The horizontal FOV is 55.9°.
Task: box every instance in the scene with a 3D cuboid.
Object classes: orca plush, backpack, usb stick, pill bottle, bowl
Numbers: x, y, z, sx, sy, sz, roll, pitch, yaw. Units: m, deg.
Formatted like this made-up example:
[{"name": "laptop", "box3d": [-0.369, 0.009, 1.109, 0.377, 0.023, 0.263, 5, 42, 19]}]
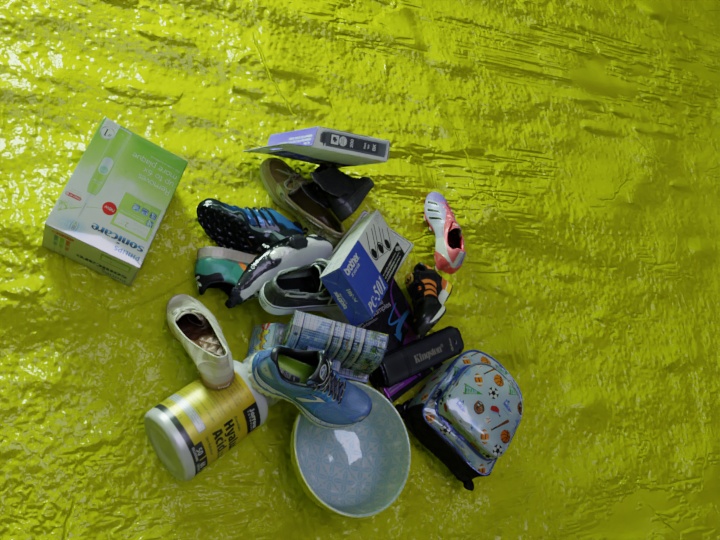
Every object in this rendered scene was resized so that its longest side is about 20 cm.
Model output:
[{"name": "orca plush", "box3d": [-0.139, -0.009, 1.081, 0.199, 0.107, 0.071, -39, 52, -19]}, {"name": "backpack", "box3d": [0.191, 0.238, 1.183, 0.200, 0.153, 0.191, 46, 50, -7]}, {"name": "usb stick", "box3d": [0.106, 0.150, 1.201, 0.196, 0.032, 0.057, -18, 81, -35]}, {"name": "pill bottle", "box3d": [-0.205, 0.202, 0.993, 0.198, 0.111, 0.113, -33, 88, -35]}, {"name": "bowl", "box3d": [-0.029, 0.286, 1.058, 0.195, 0.108, 0.205, 12, 60, -21]}]

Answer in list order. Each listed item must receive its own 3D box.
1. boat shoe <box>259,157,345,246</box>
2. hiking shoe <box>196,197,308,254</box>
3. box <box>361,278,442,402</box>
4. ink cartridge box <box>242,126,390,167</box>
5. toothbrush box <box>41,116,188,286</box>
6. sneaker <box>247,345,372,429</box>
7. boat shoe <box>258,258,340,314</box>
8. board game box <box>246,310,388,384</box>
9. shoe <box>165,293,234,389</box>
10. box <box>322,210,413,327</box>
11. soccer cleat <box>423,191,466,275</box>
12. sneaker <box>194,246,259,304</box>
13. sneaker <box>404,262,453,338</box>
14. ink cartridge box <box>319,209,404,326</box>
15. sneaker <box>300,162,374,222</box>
[{"name": "boat shoe", "box3d": [-0.101, -0.130, 1.220, 0.200, 0.063, 0.073, 47, 56, -5]}, {"name": "hiking shoe", "box3d": [-0.185, -0.074, 1.155, 0.196, 0.075, 0.088, 26, 38, -20]}, {"name": "box", "box3d": [0.047, 0.118, 1.221, 0.141, 0.036, 0.203, -28, 84, -35]}, {"name": "ink cartridge box", "box3d": [-0.081, -0.216, 1.181, 0.195, 0.196, 0.045, 4, 93, -32]}, {"name": "toothbrush box", "box3d": [-0.372, -0.105, 1.039, 0.143, 0.086, 0.204, 27, 60, -17]}, {"name": "sneaker", "box3d": [-0.063, 0.167, 0.979, 0.197, 0.089, 0.080, 27, 54, -23]}, {"name": "boat shoe", "box3d": [-0.064, 0.017, 1.058, 0.195, 0.068, 0.075, -3, 61, -38]}, {"name": "board game box", "box3d": [-0.076, 0.127, 1.071, 0.194, 0.200, 0.063, 14, 69, -9]}, {"name": "shoe", "box3d": [-0.236, 0.089, 0.998, 0.069, 0.054, 0.200, -21, 44, -25]}, {"name": "box", "box3d": [0.000, 0.000, 1.194, 0.115, 0.061, 0.201, 32, 51, 4]}, {"name": "soccer cleat", "box3d": [0.171, -0.086, 1.336, 0.065, 0.077, 0.204, 15, 49, -22]}, {"name": "sneaker", "box3d": [-0.176, 0.020, 1.115, 0.195, 0.071, 0.082, 10, 69, -20]}, {"name": "sneaker", "box3d": [0.109, 0.049, 1.238, 0.090, 0.070, 0.200, 41, 26, -2]}, {"name": "ink cartridge box", "box3d": [0.008, -0.008, 1.079, 0.095, 0.044, 0.201, 56, 32, -16]}, {"name": "sneaker", "box3d": [-0.039, -0.157, 1.228, 0.104, 0.060, 0.201, 47, 28, -10]}]
